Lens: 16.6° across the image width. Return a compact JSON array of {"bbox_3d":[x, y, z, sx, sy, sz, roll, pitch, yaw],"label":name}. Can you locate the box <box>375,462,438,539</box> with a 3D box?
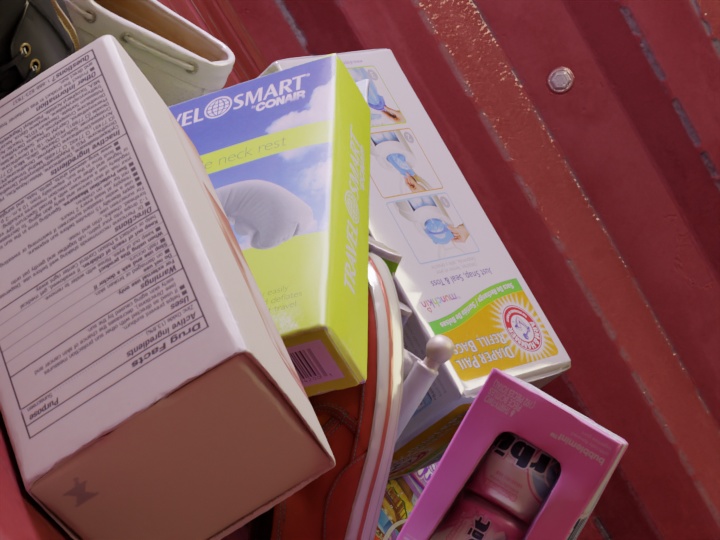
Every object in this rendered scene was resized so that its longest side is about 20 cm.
[{"bbox_3d":[0.029,0.181,1.322,0.200,0.039,0.137,61,32,-10],"label":"box"}]

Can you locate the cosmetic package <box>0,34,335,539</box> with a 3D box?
[{"bbox_3d":[-0.097,0.013,0.993,0.087,0.103,0.200,54,8,-45],"label":"cosmetic package"}]

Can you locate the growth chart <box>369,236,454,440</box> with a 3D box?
[{"bbox_3d":[-0.040,0.022,1.216,0.200,0.145,0.018,46,18,30],"label":"growth chart"}]

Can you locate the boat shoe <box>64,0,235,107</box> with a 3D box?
[{"bbox_3d":[-0.152,-0.150,1.283,0.200,0.070,0.071,38,28,-9],"label":"boat shoe"}]

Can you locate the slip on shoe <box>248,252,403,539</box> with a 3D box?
[{"bbox_3d":[-0.021,0.081,1.111,0.074,0.061,0.201,127,-23,-66],"label":"slip on shoe"}]

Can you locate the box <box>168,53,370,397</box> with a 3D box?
[{"bbox_3d":[-0.057,-0.019,1.145,0.200,0.122,0.048,-89,156,-44],"label":"box"}]

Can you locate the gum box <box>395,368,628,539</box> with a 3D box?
[{"bbox_3d":[0.066,0.111,1.122,0.066,0.114,0.200,30,0,8],"label":"gum box"}]

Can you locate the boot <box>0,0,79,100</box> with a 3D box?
[{"bbox_3d":[-0.159,-0.082,1.152,0.139,0.077,0.200,69,10,16],"label":"boot"}]

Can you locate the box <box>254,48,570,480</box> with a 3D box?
[{"bbox_3d":[0.000,0.000,1.284,0.101,0.112,0.200,-12,67,-51],"label":"box"}]
